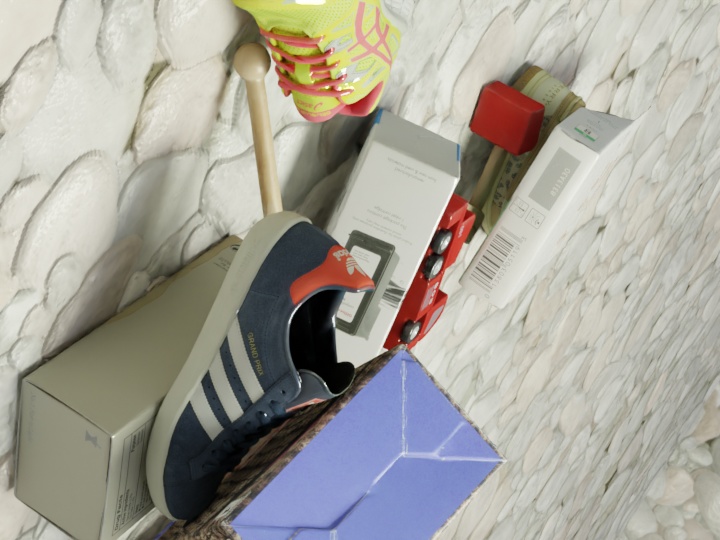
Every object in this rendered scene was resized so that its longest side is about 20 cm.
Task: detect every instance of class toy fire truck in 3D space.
[{"bbox_3d":[0.074,-0.041,1.384,0.141,0.049,0.201,-36,150,-50],"label":"toy fire truck"}]

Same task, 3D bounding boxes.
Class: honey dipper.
[{"bbox_3d":[-0.051,-0.036,1.023,0.038,0.038,0.202,-26,114,-55],"label":"honey dipper"}]

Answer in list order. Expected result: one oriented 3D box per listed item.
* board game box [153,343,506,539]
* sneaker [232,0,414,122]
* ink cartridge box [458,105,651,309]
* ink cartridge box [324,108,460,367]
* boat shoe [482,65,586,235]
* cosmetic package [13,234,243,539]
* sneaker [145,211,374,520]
[{"bbox_3d":[-0.029,0.150,1.060,0.159,0.097,0.200,-44,-176,-26],"label":"board game box"},{"bbox_3d":[-0.021,-0.131,0.979,0.200,0.078,0.091,9,94,-68],"label":"sneaker"},{"bbox_3d":[0.167,-0.067,1.442,0.162,0.050,0.200,-60,172,26],"label":"ink cartridge box"},{"bbox_3d":[0.000,0.000,1.191,0.116,0.067,0.201,-75,-171,-74],"label":"ink cartridge box"},{"bbox_3d":[0.149,-0.085,1.477,0.073,0.062,0.201,-47,156,-30],"label":"boat shoe"},{"bbox_3d":[-0.119,0.072,1.062,0.200,0.073,0.104,-36,149,-46],"label":"cosmetic package"},{"bbox_3d":[-0.055,0.070,0.986,0.075,0.084,0.201,-15,132,-62],"label":"sneaker"}]
